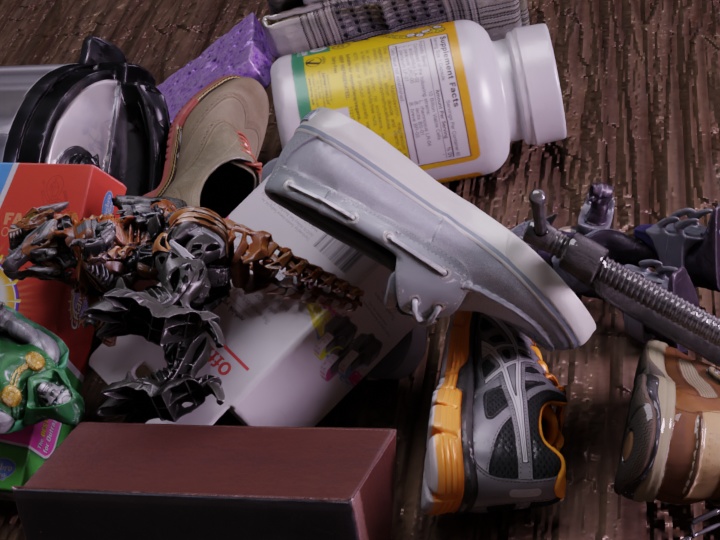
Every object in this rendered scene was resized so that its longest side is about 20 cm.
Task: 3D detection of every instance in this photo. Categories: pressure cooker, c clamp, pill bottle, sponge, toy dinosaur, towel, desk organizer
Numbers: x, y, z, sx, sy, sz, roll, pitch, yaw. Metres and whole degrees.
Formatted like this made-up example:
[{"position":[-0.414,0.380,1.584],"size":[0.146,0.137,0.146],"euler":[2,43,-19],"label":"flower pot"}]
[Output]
[{"position":[-0.212,-0.049,1.451],"size":[0.199,0.177,0.179],"euler":[0,30,31],"label":"pressure cooker"},{"position":[0.170,0.028,1.148],"size":[0.199,0.027,0.171],"euler":[30,-5,6],"label":"c clamp"},{"position":[0.042,-0.116,1.546],"size":[0.198,0.114,0.113],"euler":[-11,26,3],"label":"pill bottle"},{"position":[-0.149,-0.106,1.604],"size":[0.199,0.030,0.112],"euler":[-35,21,14],"label":"sponge"},{"position":[-0.105,0.003,1.218],"size":[0.198,0.103,0.136],"euler":[-11,40,21],"label":"toy dinosaur"},{"position":[0.032,-0.168,1.590],"size":[0.191,0.200,0.035],"euler":[-9,59,5],"label":"towel"},{"position":[-0.077,0.130,1.160],"size":[0.198,0.072,0.077],"euler":[0,26,22],"label":"desk organizer"}]

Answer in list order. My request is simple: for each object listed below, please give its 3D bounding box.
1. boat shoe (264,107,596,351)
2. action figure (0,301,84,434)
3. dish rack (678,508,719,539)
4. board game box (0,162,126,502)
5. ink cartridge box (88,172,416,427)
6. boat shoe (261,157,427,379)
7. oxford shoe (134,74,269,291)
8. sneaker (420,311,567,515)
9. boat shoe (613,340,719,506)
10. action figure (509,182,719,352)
[{"position":[0.034,-0.007,1.196],"size":[0.200,0.070,0.072],"euler":[36,80,7],"label":"boat shoe"},{"position":[-0.241,0.040,1.246],"size":[0.199,0.055,0.119],"euler":[24,70,17],"label":"action figure"},{"position":[0.154,0.179,0.986],"size":[0.199,0.055,0.153],"euler":[-21,26,-13],"label":"dish rack"},{"position":[-0.234,0.035,1.309],"size":[0.152,0.040,0.202],"euler":[2,72,27],"label":"board game box"},{"position":[-0.050,0.027,1.282],"size":[0.200,0.068,0.115],"euler":[-44,47,-6],"label":"ink cartridge box"},{"position":[-0.002,0.002,1.380],"size":[0.068,0.074,0.199],"euler":[17,20,-41],"label":"boat shoe"},{"position":[-0.086,-0.060,1.392],"size":[0.074,0.071,0.201],"euler":[-16,36,31],"label":"oxford shoe"},{"position":[0.080,0.075,1.211],"size":[0.076,0.079,0.201],"euler":[5,32,5],"label":"sneaker"},{"position":[0.172,0.085,1.113],"size":[0.073,0.076,0.200],"euler":[11,9,8],"label":"boat shoe"},{"position":[0.136,-0.010,1.349],"size":[0.199,0.070,0.130],"euler":[10,39,43],"label":"action figure"}]
